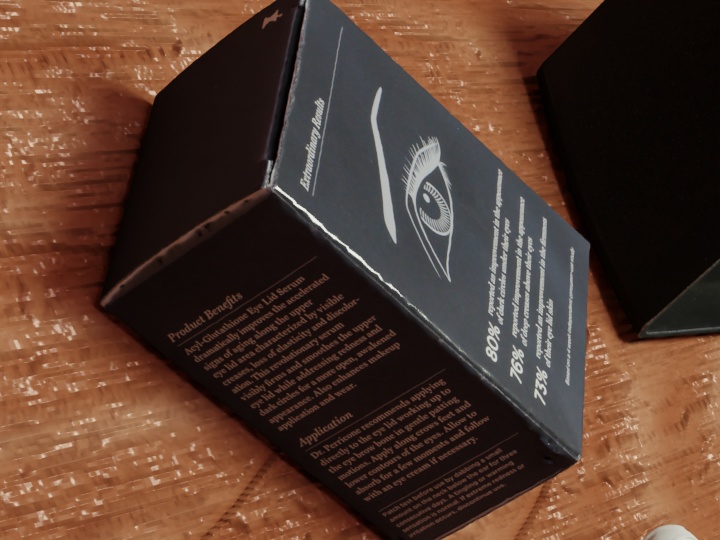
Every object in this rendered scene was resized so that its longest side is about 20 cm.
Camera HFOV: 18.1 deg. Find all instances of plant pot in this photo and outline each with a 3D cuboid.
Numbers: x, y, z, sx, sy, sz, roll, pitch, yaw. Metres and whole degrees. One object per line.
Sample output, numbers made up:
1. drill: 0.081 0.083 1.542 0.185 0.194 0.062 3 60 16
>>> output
1. plant pot: 0.226 -0.094 1.339 0.199 0.200 0.178 -2 53 -56

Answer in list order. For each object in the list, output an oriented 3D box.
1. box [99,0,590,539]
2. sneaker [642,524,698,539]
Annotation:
1. box: 0.000 0.000 0.997 0.200 0.104 0.148 41 34 -24
2. sneaker: 0.192 0.208 1.088 0.075 0.100 0.200 17 47 -45
